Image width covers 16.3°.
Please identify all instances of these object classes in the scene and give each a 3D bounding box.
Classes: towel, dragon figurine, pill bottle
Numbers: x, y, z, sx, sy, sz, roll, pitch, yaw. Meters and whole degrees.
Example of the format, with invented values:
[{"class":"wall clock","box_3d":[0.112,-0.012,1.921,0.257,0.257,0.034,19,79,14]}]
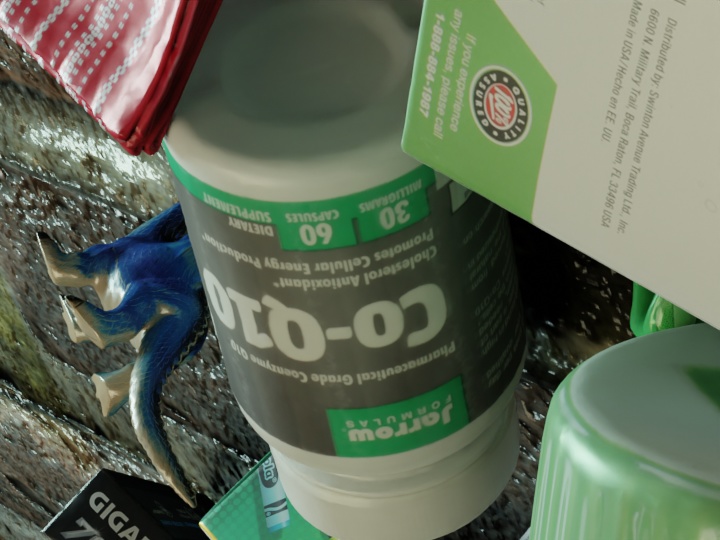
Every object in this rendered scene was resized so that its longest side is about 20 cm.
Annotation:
[{"class":"towel","box_3d":[-0.098,-0.145,0.851,0.200,0.022,0.145,42,114,39]},{"class":"dragon figurine","box_3d":[-0.065,0.009,0.988,0.200,0.099,0.059,-126,17,-60]},{"class":"pill bottle","box_3d":[0.000,0.000,0.898,0.113,0.113,0.200,31,149,36]}]

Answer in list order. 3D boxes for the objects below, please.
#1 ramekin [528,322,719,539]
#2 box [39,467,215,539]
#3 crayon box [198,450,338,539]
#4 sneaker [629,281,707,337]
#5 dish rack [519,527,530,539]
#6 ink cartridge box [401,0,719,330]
[{"class":"ramekin","box_3d":[0.137,0.082,0.678,0.200,0.200,0.098,20,114,48]},{"class":"box","box_3d":[-0.046,0.185,1.216,0.198,0.050,0.200,43,180,15]},{"class":"crayon box","box_3d":[0.026,0.172,1.079,0.200,0.058,0.119,42,173,41]},{"class":"sneaker","box_3d":[0.059,-0.063,0.736,0.200,0.084,0.074,54,177,-5]},{"class":"dish rack","box_3d":[0.133,0.175,0.996,0.200,0.044,0.172,46,155,9]},{"class":"ink cartridge box","box_3d":[0.118,-0.056,0.599,0.200,0.084,0.146,31,136,22]}]
